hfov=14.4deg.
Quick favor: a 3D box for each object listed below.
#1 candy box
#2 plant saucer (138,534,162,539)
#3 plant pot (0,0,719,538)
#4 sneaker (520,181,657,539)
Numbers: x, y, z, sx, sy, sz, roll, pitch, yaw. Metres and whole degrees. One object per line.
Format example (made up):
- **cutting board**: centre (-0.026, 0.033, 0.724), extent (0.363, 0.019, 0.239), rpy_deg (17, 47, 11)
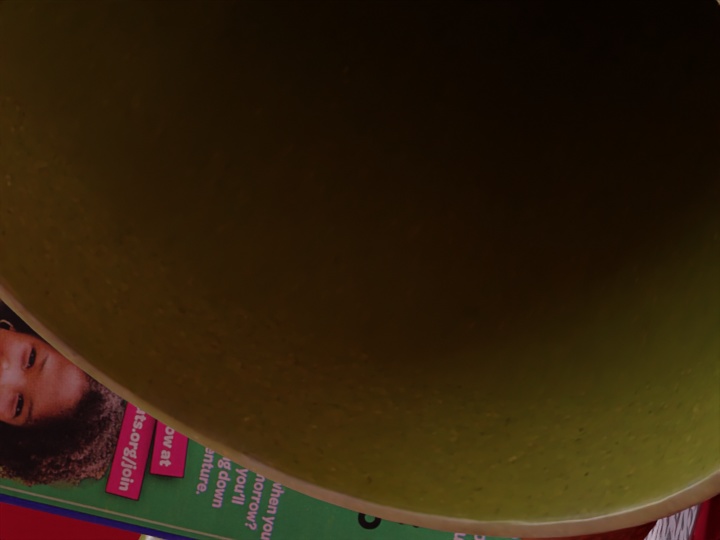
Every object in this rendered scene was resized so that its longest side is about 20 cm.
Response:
- **candy box**: centre (-0.026, 0.018, 0.787), extent (0.169, 0.199, 0.077), rpy_deg (-80, 1, -75)
- **plant saucer**: centre (-0.052, 0.199, 1.152), extent (0.200, 0.048, 0.200), rpy_deg (60, 151, 33)
- **plant pot**: centre (0.031, -0.086, 0.541), extent (0.188, 0.186, 0.200), rpy_deg (105, -168, -51)
- **sneaker**: centre (0.049, -0.013, 0.664), extent (0.200, 0.072, 0.085), rpy_deg (-82, 7, -53)
